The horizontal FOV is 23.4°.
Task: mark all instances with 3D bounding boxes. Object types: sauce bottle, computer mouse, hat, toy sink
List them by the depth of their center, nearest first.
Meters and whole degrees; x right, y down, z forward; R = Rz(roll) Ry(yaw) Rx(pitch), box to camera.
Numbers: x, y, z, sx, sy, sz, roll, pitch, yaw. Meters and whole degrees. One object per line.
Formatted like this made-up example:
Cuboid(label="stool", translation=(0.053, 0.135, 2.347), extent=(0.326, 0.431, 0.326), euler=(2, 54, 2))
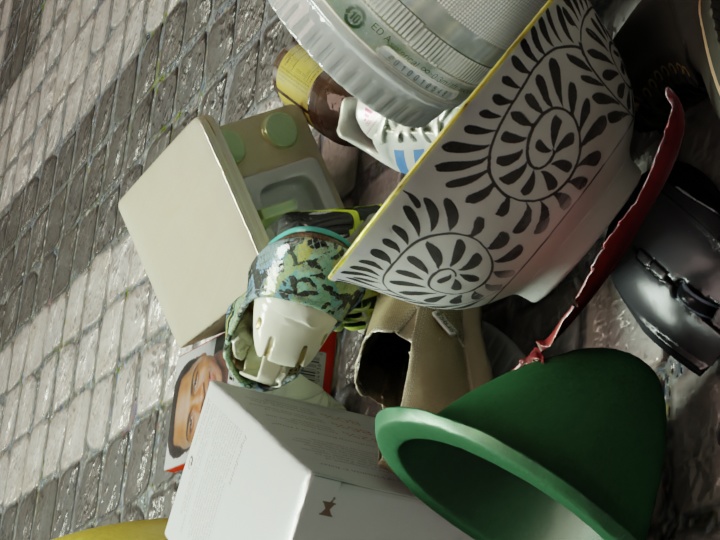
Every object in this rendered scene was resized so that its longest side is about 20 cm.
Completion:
Cuboid(label="computer mouse", translation=(0.172, -0.016, 0.836), extent=(0.200, 0.046, 0.141), euler=(-109, 38, -53))
Cuboid(label="hat", translation=(0.123, 0.050, 0.861), extent=(0.176, 0.166, 0.200), euler=(-56, 11, -18))
Cuboid(label="sauce bottle", translation=(-0.012, -0.128, 1.312), extent=(0.065, 0.065, 0.200), euler=(-70, 24, 13))
Cuboid(label="toy sink", translation=(-0.084, -0.041, 1.314), extent=(0.131, 0.112, 0.200), euler=(65, 151, 7))

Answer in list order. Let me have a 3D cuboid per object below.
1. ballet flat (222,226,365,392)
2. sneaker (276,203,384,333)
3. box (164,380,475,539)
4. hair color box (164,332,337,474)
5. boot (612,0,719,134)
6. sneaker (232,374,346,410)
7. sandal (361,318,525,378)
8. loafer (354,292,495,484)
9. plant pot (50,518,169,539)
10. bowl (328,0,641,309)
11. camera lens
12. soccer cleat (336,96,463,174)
Cuboid(label="ballet flat", translation=(-0.043, 0.033, 1.049), extent=(0.200, 0.074, 0.074), euler=(123, 155, -71))
Cuboid(label="sneaker", translation=(0.000, 0.000, 1.127), extent=(0.200, 0.075, 0.077), euler=(18, -110, -73))
Cuboid(label="box", translation=(-0.010, 0.153, 1.025), extent=(0.200, 0.152, 0.107), euler=(30, 104, 67))
Cuboid(label="hair color box", translation=(-0.089, 0.102, 1.358), extent=(0.200, 0.061, 0.102), euler=(150, 129, -61))
Cuboid(label="boot", translation=(0.173, -0.094, 0.864), extent=(0.200, 0.077, 0.138), euler=(-81, 15, -47))
Cuboid(label="sneaker", translation=(-0.055, 0.151, 1.184), extent=(0.075, 0.099, 0.200), euler=(-41, 28, 47))
Cuboid(label="sandal", translation=(0.065, 0.067, 1.041), extent=(0.083, 0.050, 0.203), euler=(-53, 33, 10))
Cuboid(label="loafer", translation=(0.031, 0.035, 0.978), extent=(0.076, 0.067, 0.200), euler=(113, 155, -43))
Cuboid(label="plant pot", translation=(-0.192, 0.273, 1.307), extent=(0.200, 0.142, 0.201), euler=(11, -90, -88))
Cuboid(label="bowl", translation=(0.080, -0.045, 0.889), extent=(0.201, 0.094, 0.201), euler=(-50, 0, 0))
Cuboid(label="camera lens", translation=(0.057, -0.202, 1.013), extent=(0.200, 0.160, 0.160), euler=(-43, 34, 21))
Cuboid(label="soccer cleat", translation=(0.048, -0.094, 1.119), extent=(0.200, 0.086, 0.070), euler=(-4, 74, 66))
